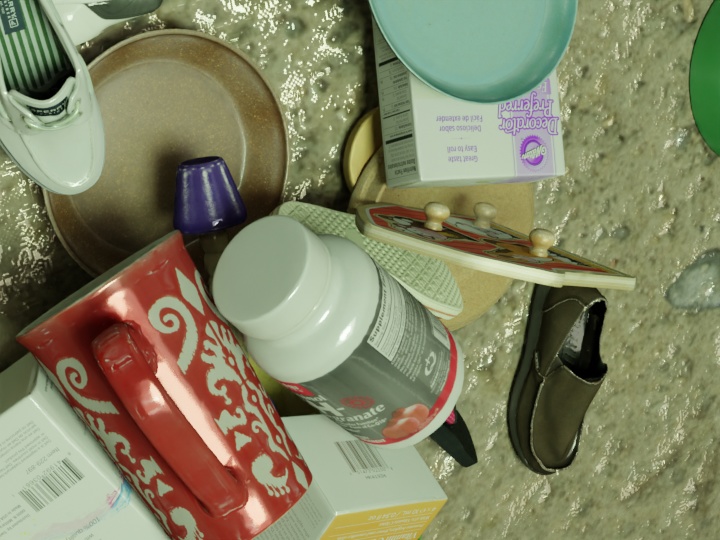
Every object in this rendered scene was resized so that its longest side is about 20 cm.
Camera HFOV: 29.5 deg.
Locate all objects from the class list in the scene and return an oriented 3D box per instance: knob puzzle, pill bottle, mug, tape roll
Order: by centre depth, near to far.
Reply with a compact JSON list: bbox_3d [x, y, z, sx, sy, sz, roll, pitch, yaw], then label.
[{"bbox_3d":[-0.136,0.100,0.935,0.133,0.178,0.201,-28,100,25],"label":"mug"},{"bbox_3d":[-0.016,0.043,0.982,0.111,0.110,0.200,-54,136,-5],"label":"pill bottle"},{"bbox_3d":[0.082,-0.031,1.026,0.217,0.219,0.031,7,103,-32],"label":"knob puzzle"},{"bbox_3d":[0.408,-0.196,1.322,0.198,0.048,0.203,-9,109,-29],"label":"tape roll"}]

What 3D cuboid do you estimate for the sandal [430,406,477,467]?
[{"bbox_3d":[0.062,0.105,1.178,0.045,0.076,0.200,-27,138,17],"label":"sandal"}]

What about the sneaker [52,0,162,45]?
[{"bbox_3d":[-0.230,-0.169,0.940,0.198,0.074,0.081,-16,127,-22],"label":"sneaker"}]

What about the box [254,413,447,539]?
[{"bbox_3d":[-0.044,0.216,1.087,0.123,0.098,0.201,0,132,-43],"label":"box"}]

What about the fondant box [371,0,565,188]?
[{"bbox_3d":[0.085,-0.170,1.093,0.143,0.058,0.203,-5,90,-30],"label":"fondant box"}]

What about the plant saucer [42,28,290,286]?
[{"bbox_3d":[-0.147,-0.081,1.027,0.198,0.037,0.203,-9,109,-28],"label":"plant saucer"}]

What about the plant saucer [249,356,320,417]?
[{"bbox_3d":[-0.123,0.105,1.092,0.198,0.048,0.202,-19,115,-25],"label":"plant saucer"}]

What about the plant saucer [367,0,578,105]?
[{"bbox_3d":[0.081,-0.225,1.047,0.198,0.027,0.203,2,85,-29],"label":"plant saucer"}]

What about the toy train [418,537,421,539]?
[{"bbox_3d":[0.024,0.214,1.210,0.041,0.056,0.203,-19,114,-42],"label":"toy train"}]

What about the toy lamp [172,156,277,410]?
[{"bbox_3d":[-0.103,0.017,1.018,0.058,0.058,0.203,-14,106,-27],"label":"toy lamp"}]

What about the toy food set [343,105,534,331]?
[{"bbox_3d":[0.063,-0.037,1.161,0.198,0.049,0.201,5,102,-33],"label":"toy food set"}]

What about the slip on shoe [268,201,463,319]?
[{"bbox_3d":[0.000,0.000,1.077,0.198,0.075,0.061,16,136,-36],"label":"slip on shoe"}]

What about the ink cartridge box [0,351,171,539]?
[{"bbox_3d":[-0.226,0.180,0.993,0.145,0.088,0.201,-36,112,6],"label":"ink cartridge box"}]

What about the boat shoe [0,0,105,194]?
[{"bbox_3d":[-0.213,-0.120,0.890,0.073,0.067,0.201,-28,133,-11],"label":"boat shoe"}]

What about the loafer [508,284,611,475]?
[{"bbox_3d":[0.188,0.101,1.265,0.072,0.071,0.203,-6,108,-29],"label":"loafer"}]
